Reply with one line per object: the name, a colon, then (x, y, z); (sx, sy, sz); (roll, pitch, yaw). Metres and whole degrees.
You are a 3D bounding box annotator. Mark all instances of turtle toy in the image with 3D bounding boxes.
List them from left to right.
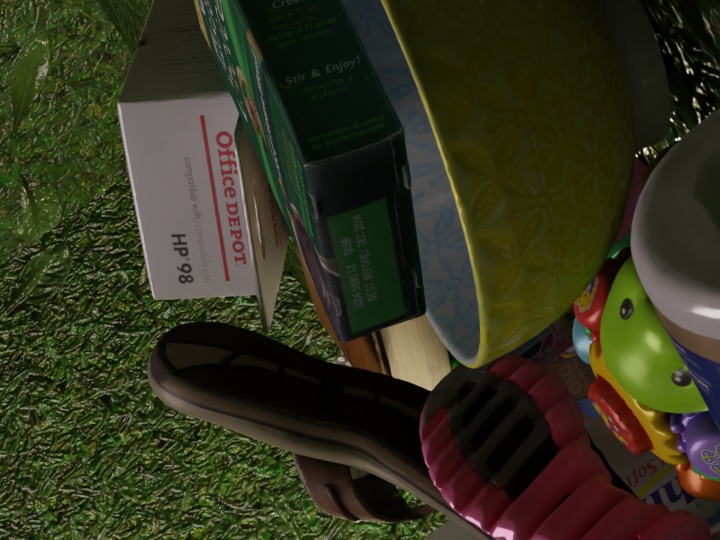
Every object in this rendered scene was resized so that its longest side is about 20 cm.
turtle toy: (0.143, 0.028, 0.878); (0.146, 0.101, 0.200); (52, 175, 16)

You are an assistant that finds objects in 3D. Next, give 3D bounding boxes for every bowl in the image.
bowl: (0.059, -0.071, 0.851); (0.200, 0.107, 0.201); (161, 90, -83)

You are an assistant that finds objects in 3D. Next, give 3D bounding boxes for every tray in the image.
tray: (0.000, 0.000, 1.056); (0.099, 0.037, 0.200); (54, 170, 30)

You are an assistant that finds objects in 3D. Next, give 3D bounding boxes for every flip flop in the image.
flip flop: (-0.011, 0.087, 1.022); (0.199, 0.058, 0.081); (20, -154, -6)

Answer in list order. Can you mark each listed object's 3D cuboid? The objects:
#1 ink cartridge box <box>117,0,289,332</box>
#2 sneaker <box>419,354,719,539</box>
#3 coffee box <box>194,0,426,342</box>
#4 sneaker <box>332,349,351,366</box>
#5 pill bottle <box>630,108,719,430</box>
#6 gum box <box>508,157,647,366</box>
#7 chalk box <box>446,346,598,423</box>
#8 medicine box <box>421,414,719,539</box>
ink cartridge box: (-0.074, -0.066, 1.076); (0.200, 0.066, 0.116); (-82, -13, -57)
sneaker: (0.102, 0.119, 0.964); (0.200, 0.079, 0.095); (46, 173, 37)
coffee box: (-0.029, -0.082, 0.883); (0.123, 0.044, 0.200); (81, 168, -54)
sneaker: (0.065, 0.049, 1.271); (0.100, 0.200, 0.069); (53, 155, -23)
pill bottle: (0.171, 0.042, 0.667); (0.200, 0.111, 0.111); (57, 174, -32)
gum box: (0.061, -0.043, 1.083); (0.200, 0.113, 0.066); (48, 173, 48)
chalk box: (0.112, 0.052, 1.173); (0.124, 0.124, 0.200); (47, 171, 48)
medicine box: (0.151, 0.176, 1.094); (0.200, 0.182, 0.103); (50, -173, -42)
